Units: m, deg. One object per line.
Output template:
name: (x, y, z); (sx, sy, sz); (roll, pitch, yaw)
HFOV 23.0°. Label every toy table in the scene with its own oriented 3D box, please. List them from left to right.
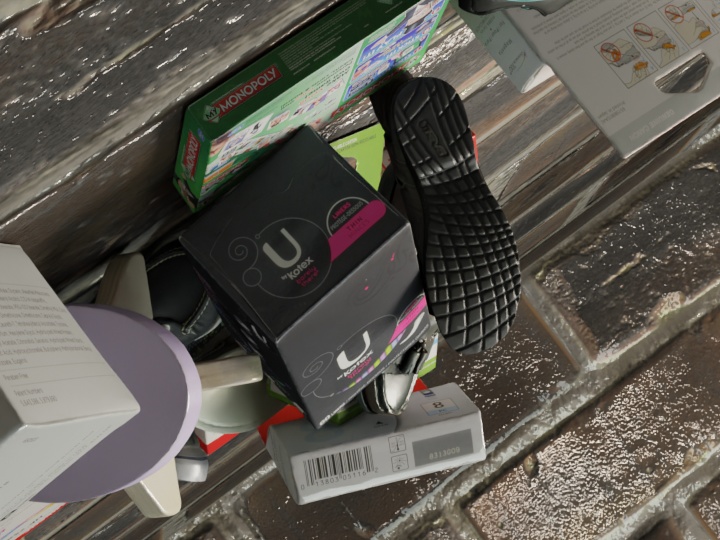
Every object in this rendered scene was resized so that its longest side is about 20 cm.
toy table: (-0.175, 0.083, 1.206); (0.198, 0.186, 0.117); (3, -176, 25)

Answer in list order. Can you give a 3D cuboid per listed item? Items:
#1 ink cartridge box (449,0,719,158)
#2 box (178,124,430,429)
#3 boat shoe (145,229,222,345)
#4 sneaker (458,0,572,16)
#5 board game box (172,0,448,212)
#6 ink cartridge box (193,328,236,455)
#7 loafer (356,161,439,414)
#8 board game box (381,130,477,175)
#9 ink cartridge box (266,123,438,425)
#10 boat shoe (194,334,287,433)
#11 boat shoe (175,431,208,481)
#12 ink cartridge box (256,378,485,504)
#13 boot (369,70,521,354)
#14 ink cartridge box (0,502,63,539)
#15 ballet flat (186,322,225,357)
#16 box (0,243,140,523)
ink cartridge box: (0.183, -0.176, 1.260); (0.199, 0.174, 0.044); (-32, 170, -35)
box: (-0.032, 0.010, 1.233); (0.122, 0.106, 0.200); (-42, 160, -9)
boat shoe: (-0.160, 0.040, 1.318); (0.060, 0.076, 0.200); (-37, 173, -45)
sneaker: (0.130, -0.214, 1.151); (0.199, 0.075, 0.080); (-17, 140, -44)
board game box: (-0.031, -0.122, 1.148); (0.199, 0.029, 0.135); (-36, 172, -18)
ink cartridge box: (-0.115, 0.084, 1.591); (0.116, 0.067, 0.201); (-35, 153, -21)
loafer: (0.038, 0.017, 1.360); (0.072, 0.062, 0.203); (-6, 105, -55)
board game box: (0.019, -0.038, 1.601); (0.199, 0.046, 0.152); (-36, 151, -14)
ink cartridge box: (0.000, 0.000, 1.420); (0.147, 0.075, 0.202); (-27, 128, -50)
boat shoe: (-0.088, 0.081, 1.464); (0.201, 0.060, 0.073); (-19, 118, -47)
boat shoe: (-0.176, 0.117, 1.449); (0.073, 0.199, 0.066); (10, 98, -33)
ink cartridge box: (-0.001, 0.120, 1.467); (0.158, 0.048, 0.200); (-13, -161, -11)
boot: (0.059, -0.048, 1.271); (0.069, 0.202, 0.132); (-12, -171, -7)
ink cartridge box: (-0.281, 0.171, 1.487); (0.116, 0.067, 0.200); (-36, 172, -11)
ballet flat: (-0.136, 0.022, 1.412); (0.199, 0.074, 0.074); (-39, 172, -5)
box: (-0.257, 0.090, 0.979); (0.198, 0.131, 0.200); (-39, 172, 7)
